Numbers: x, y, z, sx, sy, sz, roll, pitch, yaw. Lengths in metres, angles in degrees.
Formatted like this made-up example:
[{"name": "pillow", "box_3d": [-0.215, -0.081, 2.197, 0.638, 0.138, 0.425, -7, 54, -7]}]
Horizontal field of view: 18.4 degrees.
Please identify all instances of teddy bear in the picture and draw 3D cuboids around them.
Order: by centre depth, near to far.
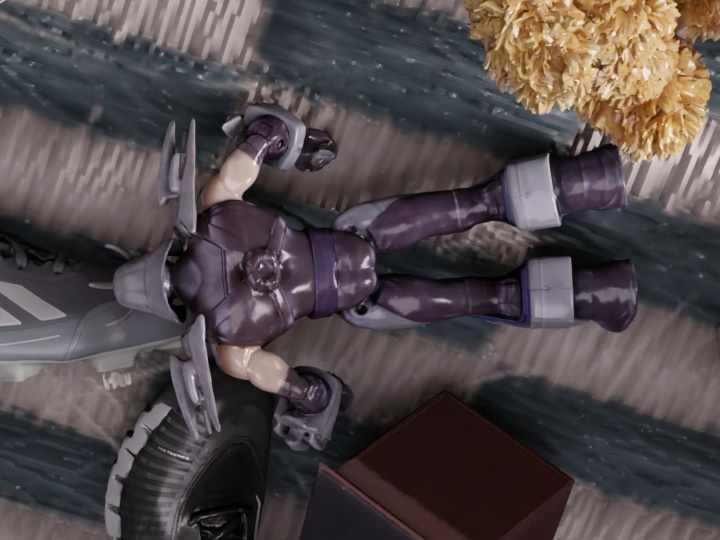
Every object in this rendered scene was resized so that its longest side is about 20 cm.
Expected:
[{"name": "teddy bear", "box_3d": [0.076, -0.120, 0.736, 0.145, 0.067, 0.200, -47, 127, -24]}]

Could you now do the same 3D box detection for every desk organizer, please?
[{"name": "desk organizer", "box_3d": [0.015, 0.151, 0.891, 0.072, 0.077, 0.200, 34, 132, 23]}]

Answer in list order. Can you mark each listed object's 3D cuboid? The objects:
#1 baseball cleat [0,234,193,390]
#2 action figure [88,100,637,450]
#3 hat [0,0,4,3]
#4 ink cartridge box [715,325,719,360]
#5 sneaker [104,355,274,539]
[{"name": "baseball cleat", "box_3d": [-0.158, -0.005, 0.838, 0.199, 0.070, 0.107, -5, 94, -8]}, {"name": "action figure", "box_3d": [0.000, 0.000, 0.822, 0.199, 0.069, 0.131, -5, 95, -6]}, {"name": "hat", "box_3d": [-0.013, -0.143, 0.713, 0.165, 0.176, 0.200, 31, 111, -11]}, {"name": "ink cartridge box", "box_3d": [0.209, 0.083, 0.790, 0.147, 0.200, 0.083, 39, 112, -13]}, {"name": "sneaker", "box_3d": [-0.065, 0.130, 0.873, 0.066, 0.090, 0.200, -2, 125, -41]}]
